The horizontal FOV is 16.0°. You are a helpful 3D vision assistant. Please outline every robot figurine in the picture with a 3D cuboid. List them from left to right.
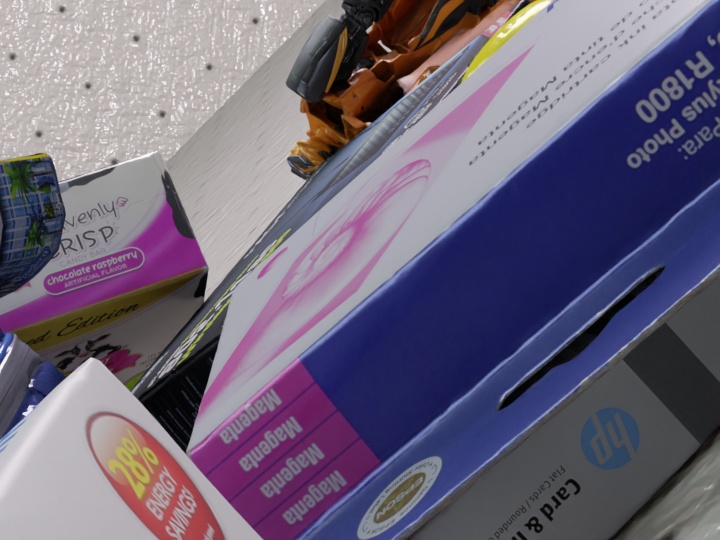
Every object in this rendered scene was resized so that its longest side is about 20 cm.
[{"bbox_3d":[0.048,-0.104,1.130,0.200,0.058,0.145,-44,-29,-16],"label":"robot figurine"}]

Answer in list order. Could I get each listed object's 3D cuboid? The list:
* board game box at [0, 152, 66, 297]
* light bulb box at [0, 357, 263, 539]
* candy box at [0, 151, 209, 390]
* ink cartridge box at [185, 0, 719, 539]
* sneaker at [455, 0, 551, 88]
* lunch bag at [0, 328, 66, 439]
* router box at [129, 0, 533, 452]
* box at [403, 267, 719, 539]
[{"bbox_3d":[-0.230,0.025,0.876,0.199,0.062,0.200,-19,-2,31],"label":"board game box"},{"bbox_3d":[-0.096,0.148,0.474,0.200,0.125,0.198,-41,8,14],"label":"light bulb box"},{"bbox_3d":[-0.141,0.040,1.081,0.136,0.061,0.200,-19,-23,-16],"label":"candy box"},{"bbox_3d":[0.041,-0.018,0.650,0.196,0.043,0.200,-41,10,11],"label":"ink cartridge box"},{"bbox_3d":[0.119,-0.104,0.937,0.085,0.078,0.200,-14,36,56],"label":"sneaker"},{"bbox_3d":[-0.146,0.110,0.796,0.136,0.132,0.200,-49,10,31],"label":"lunch bag"},{"bbox_3d":[0.000,0.000,0.977,0.150,0.062,0.200,-38,10,47],"label":"router box"},{"bbox_3d":[0.025,0.050,0.663,0.200,0.041,0.156,-44,11,-7],"label":"box"}]
